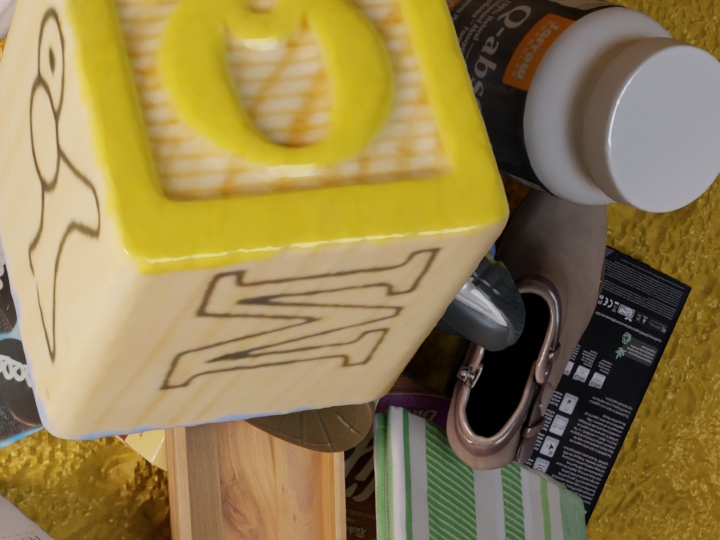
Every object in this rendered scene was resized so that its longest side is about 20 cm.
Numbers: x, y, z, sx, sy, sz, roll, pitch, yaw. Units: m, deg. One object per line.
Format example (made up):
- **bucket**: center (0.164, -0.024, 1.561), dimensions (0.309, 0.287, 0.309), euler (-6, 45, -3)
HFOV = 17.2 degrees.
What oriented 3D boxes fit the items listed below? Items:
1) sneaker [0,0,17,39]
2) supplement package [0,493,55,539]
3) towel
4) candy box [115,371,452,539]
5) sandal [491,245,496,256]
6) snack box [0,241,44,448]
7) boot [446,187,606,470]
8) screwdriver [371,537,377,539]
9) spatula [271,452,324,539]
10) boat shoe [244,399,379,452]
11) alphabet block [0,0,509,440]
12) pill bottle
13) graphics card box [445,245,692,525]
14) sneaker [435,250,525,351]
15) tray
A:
- **sneaker**: center (-0.125, -0.159, 1.212), dimensions (0.085, 0.200, 0.073), euler (43, 43, -15)
- **supplement package**: center (-0.270, 0.218, 1.285), dimensions (0.199, 0.111, 0.157), euler (-11, 111, -31)
- **towel**: center (0.076, 0.177, 1.434), dimensions (0.199, 0.023, 0.154), euler (28, 51, -45)
- **candy box**: center (-0.037, 0.092, 1.434), dimensions (0.199, 0.056, 0.117), euler (30, 89, -35)
- **sandal**: center (0.020, -0.050, 1.408), dimensions (0.080, 0.087, 0.200), euler (-48, 124, -9)
- **snack box**: center (-0.201, -0.006, 1.302), dimensions (0.116, 0.037, 0.202), euler (-25, 118, -26)
- **boot**: center (0.102, 0.022, 1.408), dimensions (0.070, 0.146, 0.202), euler (15, 87, 7)
- **screwdriver**: center (0.009, 0.157, 1.398), dimensions (0.199, 0.029, 0.028), euler (-11, 109, -55)
- **spatula**: center (-0.012, 0.087, 1.400), dimensions (0.056, 0.021, 0.201), euler (20, 97, -36)
- **boat shoe**: center (-0.080, 0.030, 1.307), dimensions (0.199, 0.063, 0.073), euler (23, 127, -3)
- **alphabet block**: center (-0.066, -0.050, 1.175), dimensions (0.195, 0.200, 0.197), euler (-8, 67, -22)
- **pill bottle**: center (0.118, -0.103, 1.384), dimensions (0.116, 0.200, 0.117), euler (-11, 111, -31)
- **graphics card box**: center (0.122, 0.076, 1.539), dimensions (0.125, 0.051, 0.201), euler (21, 94, -36)
- **sneaker**: center (0.000, 0.000, 1.341), dimensions (0.085, 0.199, 0.074), euler (-65, 163, 17)
- **tray**: center (-0.059, 0.161, 1.379), dimensions (0.098, 0.037, 0.202), euler (-8, 112, -15)
